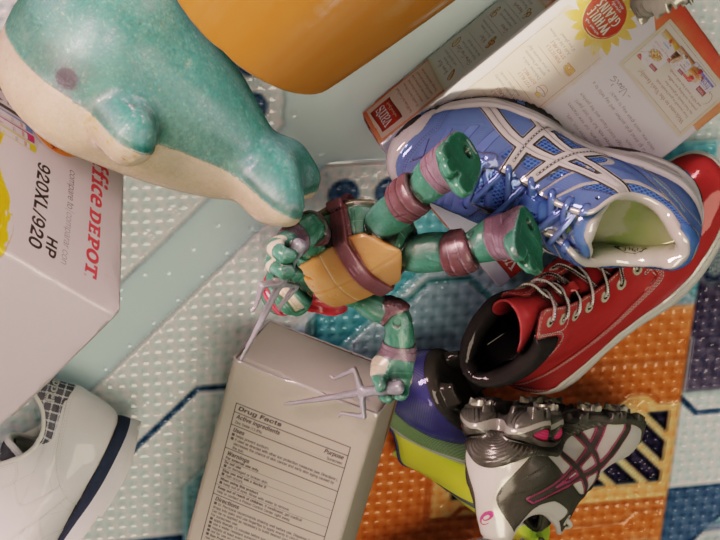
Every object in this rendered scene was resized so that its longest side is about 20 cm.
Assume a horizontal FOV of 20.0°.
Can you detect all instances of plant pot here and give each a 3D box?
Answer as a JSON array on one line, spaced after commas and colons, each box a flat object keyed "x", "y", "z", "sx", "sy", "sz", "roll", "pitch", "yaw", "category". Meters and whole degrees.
[{"x": -0.007, "y": -0.202, "z": 1.120, "sx": 0.199, "sy": 0.201, "sz": 0.183, "roll": 28, "pitch": 122, "yaw": -27, "category": "plant pot"}]

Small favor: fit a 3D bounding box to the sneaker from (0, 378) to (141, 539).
[{"x": -0.220, "y": 0.160, "z": 1.321, "sx": 0.080, "sy": 0.076, "sz": 0.201, "roll": 29, "pitch": 102, "yaw": -15, "category": "sneaker"}]

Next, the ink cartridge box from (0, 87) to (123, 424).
[{"x": -0.250, "y": -0.029, "z": 1.140, "sx": 0.199, "sy": 0.148, "sz": 0.144, "roll": 33, "pitch": 123, "yaw": -29, "category": "ink cartridge box"}]

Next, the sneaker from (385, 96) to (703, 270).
[{"x": 0.113, "y": -0.049, "z": 1.213, "sx": 0.198, "sy": 0.077, "sz": 0.076, "roll": 11, "pitch": 114, "yaw": -4, "category": "sneaker"}]

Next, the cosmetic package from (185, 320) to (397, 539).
[{"x": -0.049, "y": 0.147, "z": 1.331, "sx": 0.104, "sy": 0.071, "sz": 0.202, "roll": 21, "pitch": 114, "yaw": 9, "category": "cosmetic package"}]

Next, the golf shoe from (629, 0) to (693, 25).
[{"x": 0.202, "y": -0.235, "z": 1.198, "sx": 0.097, "sy": 0.078, "sz": 0.201, "roll": 42, "pitch": 70, "yaw": -13, "category": "golf shoe"}]

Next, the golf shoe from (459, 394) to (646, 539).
[{"x": 0.123, "y": 0.126, "z": 1.343, "sx": 0.199, "sy": 0.077, "sz": 0.089, "roll": 3, "pitch": 90, "yaw": -56, "category": "golf shoe"}]

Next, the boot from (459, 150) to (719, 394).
[{"x": 0.150, "y": 0.001, "z": 1.289, "sx": 0.200, "sy": 0.072, "sz": 0.144, "roll": -47, "pitch": 161, "yaw": 12, "category": "boot"}]

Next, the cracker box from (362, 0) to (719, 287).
[{"x": 0.119, "y": -0.105, "z": 1.272, "sx": 0.199, "sy": 0.058, "sz": 0.134, "roll": -38, "pitch": 119, "yaw": 6, "category": "cracker box"}]

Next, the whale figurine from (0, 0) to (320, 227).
[{"x": -0.104, "y": -0.104, "z": 1.149, "sx": 0.199, "sy": 0.159, "sz": 0.104, "roll": 31, "pitch": 111, "yaw": 0, "category": "whale figurine"}]

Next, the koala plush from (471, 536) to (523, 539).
[{"x": 0.053, "y": 0.316, "z": 1.378, "sx": 0.182, "sy": 0.201, "sz": 0.178, "roll": -13, "pitch": 133, "yaw": 11, "category": "koala plush"}]

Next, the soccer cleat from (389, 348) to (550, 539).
[{"x": 0.069, "y": 0.127, "z": 1.392, "sx": 0.083, "sy": 0.065, "sz": 0.201, "roll": -14, "pitch": 130, "yaw": 27, "category": "soccer cleat"}]

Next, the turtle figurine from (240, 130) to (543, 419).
[{"x": 0.000, "y": 0.000, "z": 1.195, "sx": 0.199, "sy": 0.101, "sz": 0.149, "roll": -29, "pitch": 138, "yaw": 28, "category": "turtle figurine"}]
